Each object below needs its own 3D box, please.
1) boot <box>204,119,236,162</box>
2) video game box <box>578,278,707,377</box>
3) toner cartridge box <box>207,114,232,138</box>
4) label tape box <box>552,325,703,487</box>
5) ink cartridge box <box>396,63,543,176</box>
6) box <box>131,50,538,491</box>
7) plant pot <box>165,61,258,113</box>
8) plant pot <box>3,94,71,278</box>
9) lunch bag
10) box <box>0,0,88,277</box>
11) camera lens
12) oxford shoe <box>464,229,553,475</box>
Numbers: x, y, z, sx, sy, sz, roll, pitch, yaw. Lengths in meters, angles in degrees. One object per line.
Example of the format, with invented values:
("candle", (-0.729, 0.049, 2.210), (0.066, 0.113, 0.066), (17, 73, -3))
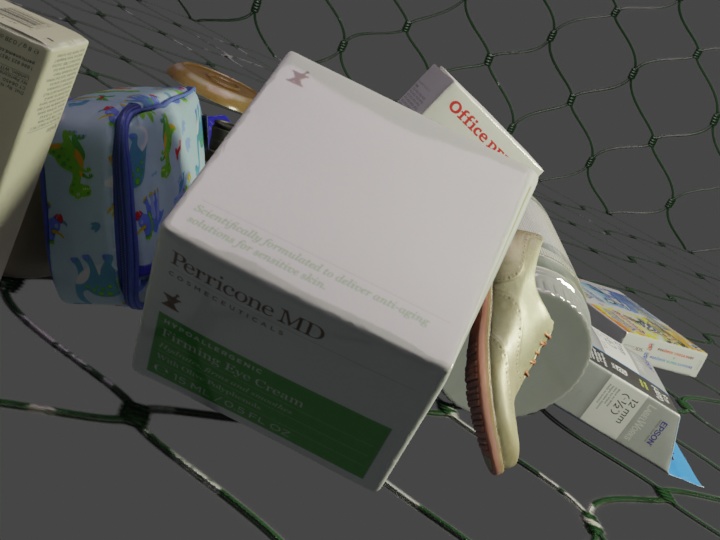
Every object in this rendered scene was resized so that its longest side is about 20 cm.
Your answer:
("boot", (-0.159, -0.091, 1.052), (0.200, 0.131, 0.068), (21, 14, -18))
("video game box", (0.363, 0.072, 1.552), (0.182, 0.047, 0.200), (12, 19, -36))
("toner cartridge box", (-0.177, -0.128, 1.258), (0.095, 0.043, 0.200), (-10, 27, -17))
("label tape box", (0.270, 0.125, 1.127), (0.200, 0.066, 0.143), (30, 16, -6))
("ink cartridge box", (0.067, -0.091, 1.142), (0.147, 0.200, 0.083), (40, 10, -21))
("box", (-0.018, 0.000, 0.750), (0.199, 0.171, 0.200), (27, 49, 2))
("plant pot", (-0.248, -0.326, 1.941), (0.200, 0.028, 0.200), (24, 15, -7))
("plant pot", (-0.296, -0.101, 0.847), (0.200, 0.135, 0.200), (25, 14, -6))
("lunch bag", (-0.177, -0.060, 0.854), (0.082, 0.161, 0.200), (3, 13, 7))
("box", (-0.240, -0.062, 0.670), (0.068, 0.200, 0.082), (24, 14, -4))
("camera lens", (0.124, 0.021, 1.035), (0.160, 0.160, 0.200), (21, 28, -19))
("oxford shoe", (0.122, 0.062, 0.875), (0.074, 0.201, 0.071), (-1, -3, -5))
